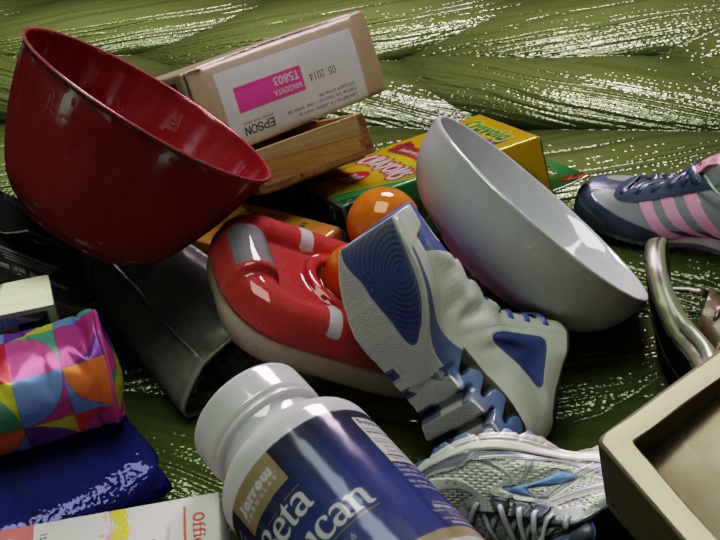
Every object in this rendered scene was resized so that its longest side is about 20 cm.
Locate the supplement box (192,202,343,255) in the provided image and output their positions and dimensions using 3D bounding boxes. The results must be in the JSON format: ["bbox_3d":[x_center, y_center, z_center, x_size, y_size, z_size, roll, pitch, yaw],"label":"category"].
[{"bbox_3d":[-0.107,-0.013,1.526,0.200,0.069,0.067,13,38,34],"label":"supplement box"}]

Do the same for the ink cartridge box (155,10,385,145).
[{"bbox_3d":[-0.107,-0.140,1.619,0.200,0.075,0.165,-24,10,-39],"label":"ink cartridge box"}]

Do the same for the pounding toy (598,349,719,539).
[{"bbox_3d":[0.275,0.134,1.147,0.200,0.142,0.184,-35,61,-9],"label":"pounding toy"}]

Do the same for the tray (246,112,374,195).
[{"bbox_3d":[-0.070,-0.088,1.571,0.098,0.037,0.200,-21,8,-18],"label":"tray"}]

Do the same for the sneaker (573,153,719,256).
[{"bbox_3d":[0.253,-0.060,1.486,0.199,0.082,0.070,11,40,28],"label":"sneaker"}]

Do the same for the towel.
[{"bbox_3d":[-0.243,0.155,1.342,0.200,0.050,0.148,-26,41,-19],"label":"towel"}]

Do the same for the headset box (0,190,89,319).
[{"bbox_3d":[-0.303,0.006,1.414,0.200,0.149,0.075,-21,68,22],"label":"headset box"}]

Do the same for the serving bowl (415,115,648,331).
[{"bbox_3d":[0.111,-0.022,1.411,0.066,0.200,0.200,-49,36,11],"label":"serving bowl"}]

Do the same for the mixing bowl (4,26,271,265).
[{"bbox_3d":[-0.174,-0.074,1.394,0.200,0.109,0.200,30,12,-7],"label":"mixing bowl"}]

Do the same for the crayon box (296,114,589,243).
[{"bbox_3d":[0.062,-0.072,1.551,0.199,0.051,0.127,-20,17,-15],"label":"crayon box"}]

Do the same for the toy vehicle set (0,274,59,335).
[{"bbox_3d":[-0.306,0.067,1.384,0.199,0.124,0.027,-12,57,-7],"label":"toy vehicle set"}]

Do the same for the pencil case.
[{"bbox_3d":[-0.259,0.084,1.327,0.199,0.089,0.088,-12,35,-6],"label":"pencil case"}]

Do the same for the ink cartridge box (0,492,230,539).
[{"bbox_3d":[-0.136,0.205,1.219,0.199,0.068,0.117,-10,34,-1],"label":"ink cartridge box"}]

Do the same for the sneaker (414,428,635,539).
[{"bbox_3d":[0.117,0.151,1.230,0.199,0.077,0.085,-6,39,6],"label":"sneaker"}]

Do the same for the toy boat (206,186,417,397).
[{"bbox_3d":[0.000,0.000,1.375,0.200,0.131,0.131,17,29,-28],"label":"toy boat"}]

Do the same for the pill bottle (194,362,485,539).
[{"bbox_3d":[-0.015,0.148,1.200,0.111,0.111,0.200,-28,51,-24],"label":"pill bottle"}]

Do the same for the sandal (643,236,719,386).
[{"bbox_3d":[0.238,0.056,1.334,0.057,0.080,0.201,-18,44,-3],"label":"sandal"}]

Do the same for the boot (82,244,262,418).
[{"bbox_3d":[-0.174,0.039,1.466,0.182,0.073,0.200,-47,64,9],"label":"boot"}]

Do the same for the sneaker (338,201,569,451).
[{"bbox_3d":[0.072,0.045,1.328,0.080,0.200,0.115,-26,3,43],"label":"sneaker"}]
